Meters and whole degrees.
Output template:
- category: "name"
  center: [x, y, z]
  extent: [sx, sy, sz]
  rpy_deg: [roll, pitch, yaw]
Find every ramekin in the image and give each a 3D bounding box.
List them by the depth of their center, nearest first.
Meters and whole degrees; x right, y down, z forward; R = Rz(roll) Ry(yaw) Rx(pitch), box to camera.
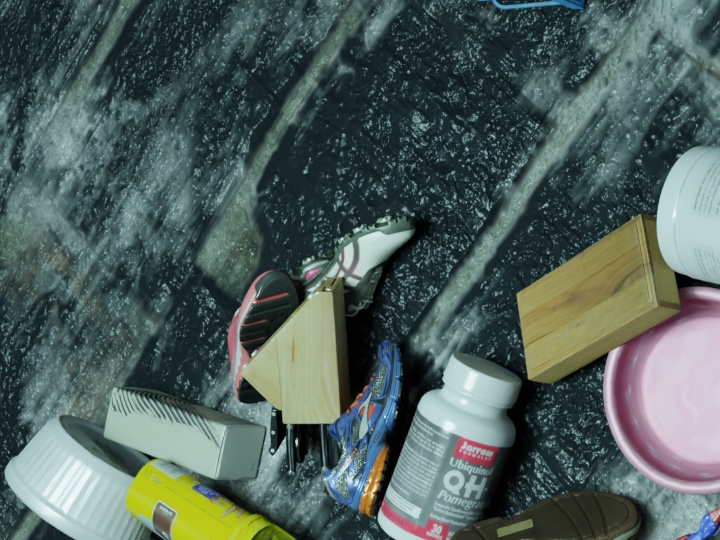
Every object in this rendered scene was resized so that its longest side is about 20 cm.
- category: "ramekin"
  center: [-0.331, 0.260, 1.960]
  extent: [0.202, 0.202, 0.095]
  rpy_deg: [34, 94, 34]

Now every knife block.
- category: "knife block"
  center: [-0.039, 0.133, 1.795]
  extent: [0.175, 0.064, 0.200]
  rpy_deg: [42, 108, -4]

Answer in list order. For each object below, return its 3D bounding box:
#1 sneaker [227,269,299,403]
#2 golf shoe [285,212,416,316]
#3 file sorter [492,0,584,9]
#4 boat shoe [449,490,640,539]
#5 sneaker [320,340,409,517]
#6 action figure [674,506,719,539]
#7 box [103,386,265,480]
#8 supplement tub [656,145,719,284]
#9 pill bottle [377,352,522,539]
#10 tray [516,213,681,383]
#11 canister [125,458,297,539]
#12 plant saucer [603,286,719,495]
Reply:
- category: "sneaker"
  center: [-0.128, 0.065, 1.865]
  extent: [0.087, 0.073, 0.201]
  rpy_deg: [59, 146, 39]
- category: "golf shoe"
  center: [0.000, 0.000, 1.816]
  extent: [0.199, 0.077, 0.089]
  rpy_deg: [-33, 82, 37]
- category: "file sorter"
  center: [0.137, -0.359, 1.659]
  extent: [0.122, 0.199, 0.140]
  rpy_deg: [1, 86, 39]
- category: "boat shoe"
  center: [0.194, 0.283, 1.633]
  extent: [0.200, 0.075, 0.075]
  rpy_deg: [-13, 41, 16]
- category: "sneaker"
  center: [0.005, 0.167, 1.745]
  extent: [0.078, 0.076, 0.202]
  rpy_deg: [10, 63, 10]
- category: "action figure"
  center: [0.321, 0.289, 1.551]
  extent: [0.200, 0.051, 0.066]
  rpy_deg: [-45, 56, 30]
- category: "box"
  center: [-0.218, 0.199, 1.946]
  extent: [0.199, 0.082, 0.069]
  rpy_deg: [13, 92, 36]
- category: "supplement tub"
  center: [0.391, -0.041, 1.466]
  extent: [0.199, 0.131, 0.133]
  rpy_deg: [16, 95, 44]
- category: "pill bottle"
  center: [0.100, 0.195, 1.686]
  extent: [0.110, 0.110, 0.202]
  rpy_deg: [27, 102, 35]
- category: "tray"
  center: [0.235, 0.032, 1.599]
  extent: [0.200, 0.037, 0.100]
  rpy_deg: [-36, 52, 47]
- category: "canister"
  center: [-0.167, 0.309, 1.857]
  extent: [0.199, 0.149, 0.087]
  rpy_deg: [24, 75, 38]
- category: "plant saucer"
  center: [0.336, 0.118, 1.554]
  extent: [0.199, 0.051, 0.203]
  rpy_deg: [-3, 84, 37]
